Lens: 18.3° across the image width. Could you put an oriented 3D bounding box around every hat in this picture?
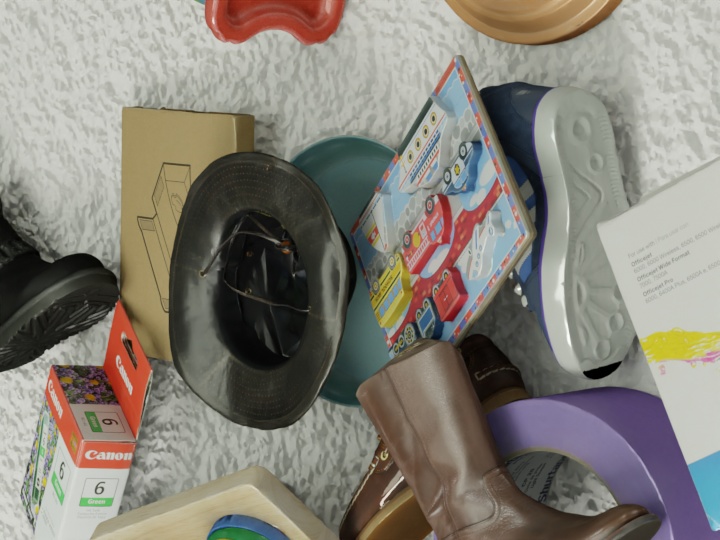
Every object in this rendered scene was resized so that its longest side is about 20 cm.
[{"bbox_3d":[-0.056,0.013,1.627,0.201,0.081,0.201,4,96,41],"label":"hat"}]

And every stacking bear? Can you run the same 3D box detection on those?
[{"bbox_3d":[-0.113,-0.251,1.680,0.200,0.121,0.114,29,115,45],"label":"stacking bear"}]

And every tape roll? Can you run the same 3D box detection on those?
[{"bbox_3d":[0.150,0.180,1.489,0.200,0.085,0.200,5,98,42],"label":"tape roll"}]

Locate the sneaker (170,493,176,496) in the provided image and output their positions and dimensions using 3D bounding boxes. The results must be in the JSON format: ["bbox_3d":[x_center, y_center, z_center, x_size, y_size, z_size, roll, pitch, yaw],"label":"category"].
[{"bbox_3d":[-0.143,0.209,1.753,0.200,0.091,0.076,-26,77,42],"label":"sneaker"}]

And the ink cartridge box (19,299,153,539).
[{"bbox_3d":[-0.223,0.134,1.808,0.109,0.050,0.200,-123,43,-51],"label":"ink cartridge box"}]

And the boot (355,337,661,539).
[{"bbox_3d":[0.088,0.116,1.445,0.186,0.064,0.200,-35,68,38],"label":"boot"}]

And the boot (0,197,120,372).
[{"bbox_3d":[-0.290,-0.014,1.863,0.211,0.079,0.158,-29,74,46],"label":"boot"}]

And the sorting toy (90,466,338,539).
[{"bbox_3d":[-0.083,0.253,1.626,0.200,0.070,0.199,-24,117,44],"label":"sorting toy"}]

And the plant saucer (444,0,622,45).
[{"bbox_3d":[0.114,-0.254,1.521,0.200,0.032,0.200,5,98,42],"label":"plant saucer"}]

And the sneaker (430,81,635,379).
[{"bbox_3d":[0.111,-0.028,1.520,0.146,0.081,0.200,1,100,53],"label":"sneaker"}]

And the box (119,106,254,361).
[{"bbox_3d":[-0.138,-0.027,1.758,0.163,0.021,0.200,8,99,51],"label":"box"}]

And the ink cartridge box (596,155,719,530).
[{"bbox_3d":[0.265,0.030,1.330,0.145,0.147,0.200,-31,74,39],"label":"ink cartridge box"}]

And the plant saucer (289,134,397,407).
[{"bbox_3d":[0.000,0.000,1.648,0.200,0.027,0.200,5,98,42],"label":"plant saucer"}]

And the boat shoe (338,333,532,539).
[{"bbox_3d":[0.046,0.130,1.592,0.200,0.070,0.070,-50,57,25],"label":"boat shoe"}]

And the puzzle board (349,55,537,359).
[{"bbox_3d":[0.048,-0.025,1.518,0.200,0.017,0.151,-58,43,46],"label":"puzzle board"}]
